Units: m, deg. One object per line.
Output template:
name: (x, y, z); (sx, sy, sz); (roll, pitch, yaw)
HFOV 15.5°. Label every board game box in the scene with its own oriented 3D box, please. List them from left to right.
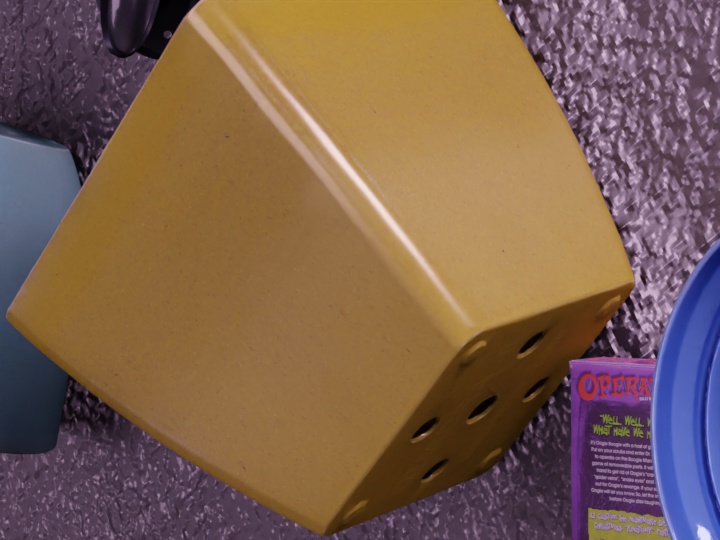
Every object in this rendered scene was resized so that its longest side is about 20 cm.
board game box: (0.171, 0.100, 1.113); (0.200, 0.032, 0.120); (2, 97, 45)

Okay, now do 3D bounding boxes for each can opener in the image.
can opener: (-0.090, -0.204, 1.355); (0.079, 0.063, 0.200); (-151, 76, -71)

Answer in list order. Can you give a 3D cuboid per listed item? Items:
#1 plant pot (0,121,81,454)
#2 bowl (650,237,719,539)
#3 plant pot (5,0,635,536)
plant pot: (-0.238, -0.008, 1.425); (0.200, 0.200, 0.161); (21, 95, 44)
bowl: (0.203, 0.065, 1.034); (0.200, 0.039, 0.201); (3, 94, 45)
plant pot: (0.000, 0.000, 1.183); (0.176, 0.200, 0.200); (48, 125, 19)
